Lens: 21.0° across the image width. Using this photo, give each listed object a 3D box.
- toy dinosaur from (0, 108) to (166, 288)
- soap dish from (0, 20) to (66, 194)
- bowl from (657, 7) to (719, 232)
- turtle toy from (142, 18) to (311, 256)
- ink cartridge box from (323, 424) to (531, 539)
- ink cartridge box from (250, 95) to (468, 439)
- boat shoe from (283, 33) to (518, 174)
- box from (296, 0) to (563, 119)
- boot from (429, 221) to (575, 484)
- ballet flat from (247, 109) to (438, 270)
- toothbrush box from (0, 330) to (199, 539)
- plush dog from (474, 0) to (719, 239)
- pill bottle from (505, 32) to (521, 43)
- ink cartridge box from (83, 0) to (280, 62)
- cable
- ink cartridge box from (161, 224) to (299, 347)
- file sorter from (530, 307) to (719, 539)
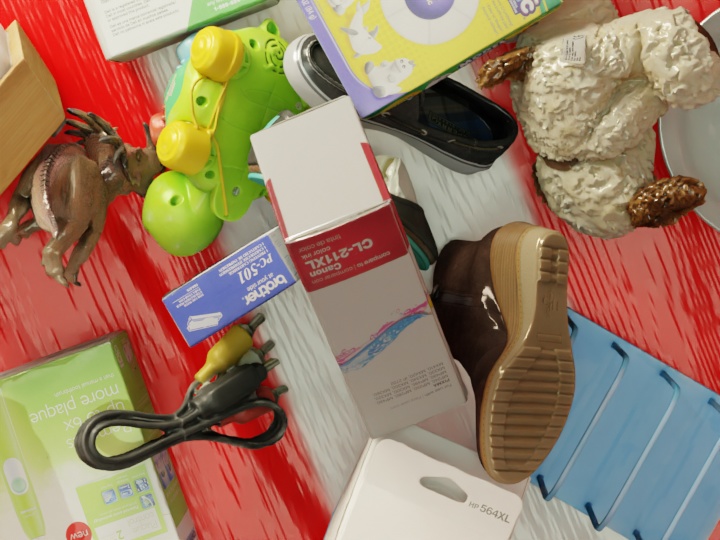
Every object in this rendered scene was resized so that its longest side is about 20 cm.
[{"bbox_3d":[-0.222,-0.066,1.492,0.085,0.200,0.136,29,92,4],"label":"toy dinosaur"},{"bbox_3d":[-0.299,-0.108,1.498,0.081,0.200,0.158,39,94,-19],"label":"soap dish"},{"bbox_3d":[0.336,-0.116,1.515,0.199,0.090,0.203,1,94,17],"label":"bowl"},{"bbox_3d":[-0.109,-0.104,1.528,0.145,0.101,0.202,18,95,-40],"label":"turtle toy"},{"bbox_3d":[0.037,0.216,1.491,0.127,0.201,0.126,22,55,1],"label":"ink cartridge box"},{"bbox_3d":[0.000,0.000,1.424,0.082,0.146,0.201,-22,127,0],"label":"ink cartridge box"},{"bbox_3d":[0.037,-0.135,1.507,0.199,0.066,0.070,28,57,-23],"label":"boat shoe"},{"bbox_3d":[0.060,-0.210,1.438,0.199,0.048,0.118,-30,93,3],"label":"box"},{"bbox_3d":[0.099,0.064,1.499,0.072,0.166,0.202,15,79,-23],"label":"boot"},{"bbox_3d":[-0.001,-0.066,1.517,0.199,0.068,0.069,29,77,-40],"label":"ballet flat"},{"bbox_3d":[-0.229,0.168,1.568,0.144,0.086,0.202,-18,95,3],"label":"toothbrush box"},{"bbox_3d":[0.175,-0.104,1.479,0.159,0.200,0.173,-26,113,-22],"label":"plush dog"},{"bbox_3d":[0.084,-0.283,1.509,0.110,0.111,0.202,7,94,1],"label":"pill bottle"},{"bbox_3d":[-0.163,-0.283,1.529,0.145,0.084,0.202,-19,94,3],"label":"ink cartridge box"},{"bbox_3d":[-0.135,0.118,1.540,0.199,0.050,0.098,-28,108,-26],"label":"cable"},{"bbox_3d":[-0.091,0.008,1.492,0.094,0.200,0.044,-31,92,4],"label":"ink cartridge box"},{"bbox_3d":[0.214,0.140,1.534,0.199,0.123,0.140,30,94,0],"label":"file sorter"}]
